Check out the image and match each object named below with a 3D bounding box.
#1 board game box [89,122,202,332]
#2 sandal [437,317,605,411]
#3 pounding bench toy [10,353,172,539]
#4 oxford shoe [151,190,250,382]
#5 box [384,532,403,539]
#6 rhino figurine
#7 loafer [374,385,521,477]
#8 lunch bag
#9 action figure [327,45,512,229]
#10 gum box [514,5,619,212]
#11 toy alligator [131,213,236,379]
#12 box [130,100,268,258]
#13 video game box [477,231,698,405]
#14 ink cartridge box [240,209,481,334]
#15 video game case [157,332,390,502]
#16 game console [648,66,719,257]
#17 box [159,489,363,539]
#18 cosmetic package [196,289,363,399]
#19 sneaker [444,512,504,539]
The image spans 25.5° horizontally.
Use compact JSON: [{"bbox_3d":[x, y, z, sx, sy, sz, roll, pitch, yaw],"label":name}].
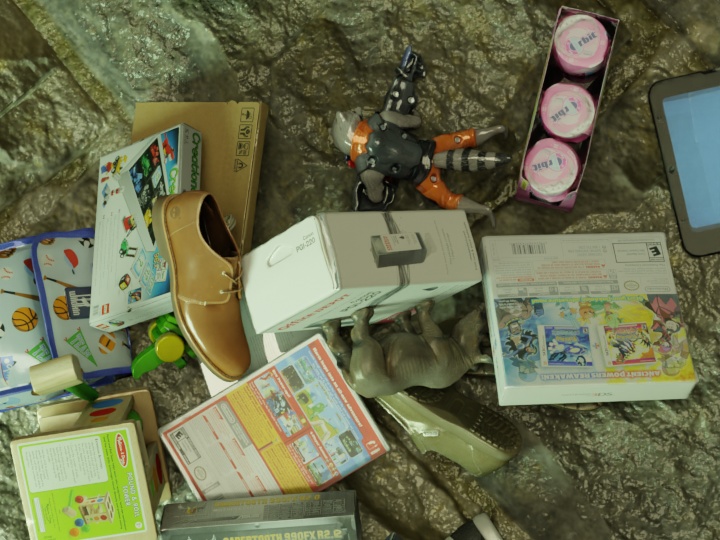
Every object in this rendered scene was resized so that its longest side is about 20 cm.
[{"bbox_3d":[-0.226,-0.045,1.673,0.126,0.035,0.200,-17,61,34],"label":"board game box"},{"bbox_3d":[0.170,0.100,1.682,0.200,0.055,0.082,9,76,20],"label":"sandal"},{"bbox_3d":[-0.277,0.167,1.628,0.124,0.156,0.200,-9,101,2],"label":"pounding bench toy"},{"bbox_3d":[-0.145,0.016,1.584,0.071,0.071,0.200,-11,102,35],"label":"oxford shoe"},{"bbox_3d":[0.036,0.397,1.563,0.200,0.104,0.182,42,109,-5],"label":"box"},{"bbox_3d":[0.063,0.079,1.623,0.200,0.060,0.088,-7,74,-27],"label":"rhino figurine"},{"bbox_3d":[0.070,0.152,1.661,0.200,0.076,0.067,34,122,14],"label":"loafer"},{"bbox_3d":[-0.352,0.055,1.692,0.200,0.124,0.170,-12,80,-13],"label":"lunch bag"},{"bbox_3d":[0.063,-0.147,1.702,0.193,0.105,0.200,10,84,-4],"label":"action figure"},{"bbox_3d":[0.216,-0.163,1.685,0.066,0.114,0.200,14,83,6],"label":"gum box"},{"bbox_3d":[-0.168,0.037,1.660,0.054,0.059,0.200,31,95,-24],"label":"toy alligator"},{"bbox_3d":[-0.186,-0.085,1.722,0.163,0.021,0.200,3,82,27],"label":"box"},{"bbox_3d":[0.231,0.048,1.639,0.200,0.047,0.182,-1,56,-6],"label":"video game box"},{"bbox_3d":[0.000,0.000,1.609,0.200,0.146,0.085,-1,71,-41],"label":"ink cartridge box"},{"bbox_3d":[-0.090,0.175,1.648,0.200,0.017,0.143,-31,89,2],"label":"video game case"},{"bbox_3d":[0.414,-0.132,1.669,0.116,0.176,0.200,-7,80,-26],"label":"game console"},{"bbox_3d":[-0.095,0.309,1.627,0.200,0.048,0.158,-5,115,3],"label":"box"},{"bbox_3d":[-0.088,0.106,1.696,0.151,0.052,0.200,-20,80,4],"label":"cosmetic package"},{"bbox_3d":[0.135,0.362,1.635,0.112,0.073,0.200,-32,72,2],"label":"sneaker"}]
